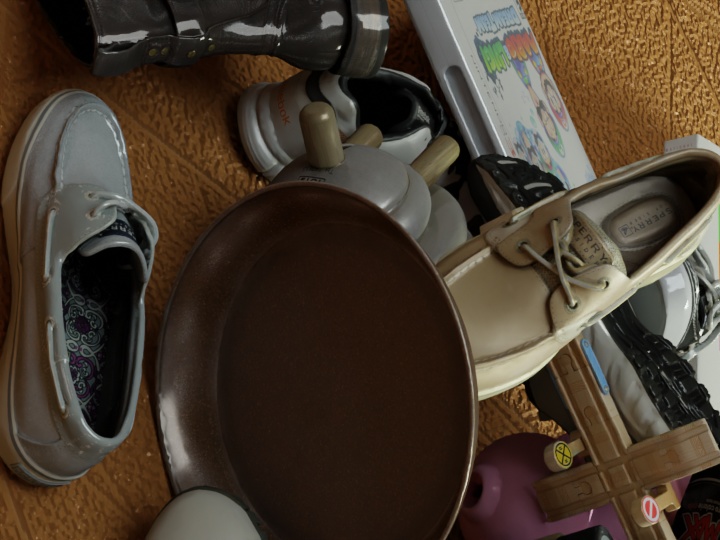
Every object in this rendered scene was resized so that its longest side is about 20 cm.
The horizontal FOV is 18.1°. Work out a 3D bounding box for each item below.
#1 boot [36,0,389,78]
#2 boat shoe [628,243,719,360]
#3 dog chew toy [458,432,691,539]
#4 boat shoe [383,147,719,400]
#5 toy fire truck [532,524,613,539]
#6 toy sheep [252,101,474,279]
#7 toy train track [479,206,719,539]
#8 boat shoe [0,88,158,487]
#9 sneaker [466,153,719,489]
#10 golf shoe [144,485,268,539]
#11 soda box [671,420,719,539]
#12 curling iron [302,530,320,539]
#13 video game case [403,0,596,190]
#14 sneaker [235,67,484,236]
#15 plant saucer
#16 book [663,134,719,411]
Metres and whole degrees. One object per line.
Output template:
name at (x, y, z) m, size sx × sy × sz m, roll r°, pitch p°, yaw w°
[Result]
boot at (-0.090, -0.160, 1.156) m, size 0.173 × 0.069 × 0.200 m, roll 0°, pitch 35°, yaw -24°
boat shoe at (0.172, 0.019, 1.278) m, size 0.068 × 0.199 × 0.074 m, roll -17°, pitch 74°, yaw -7°
dog chew toy at (0.138, 0.143, 1.246) m, size 0.199 × 0.124 × 0.125 m, roll 18°, pitch 60°, yaw -33°
boat shoe at (0.096, -0.004, 1.078) m, size 0.200 × 0.065 × 0.072 m, roll -28°, pitch 77°, yaw -30°
toy fire truck at (0.124, 0.246, 1.099) m, size 0.176 × 0.128 × 0.200 m, roll -80°, pitch 147°, yaw -57°
toy sheep at (0.000, 0.000, 1.143) m, size 0.138 × 0.137 × 0.201 m, roll -54°, pitch 135°, yaw -45°
toy train track at (0.106, 0.066, 1.128) m, size 0.032 × 0.115 × 0.201 m, roll -22°, pitch 86°, yaw -50°
boat shoe at (-0.124, 0.000, 1.057) m, size 0.070 × 0.071 × 0.202 m, roll 24°, pitch 57°, yaw -39°
sneaker at (0.105, 0.028, 1.177) m, size 0.074 × 0.079 × 0.201 m, roll -9°, pitch 67°, yaw -56°
golf shoe at (-0.084, 0.173, 0.993) m, size 0.088 × 0.077 × 0.201 m, roll 68°, pitch 25°, yaw -50°
soda box at (0.189, 0.185, 1.182) m, size 0.071 × 0.063 × 0.201 m, roll 14°, pitch 103°, yaw -23°
curling iron at (-0.011, 0.124, 1.084) m, size 0.025 × 0.050 × 0.201 m, roll 13°, pitch 100°, yaw -42°
video game case at (0.092, -0.085, 1.312) m, size 0.183 × 0.024 × 0.200 m, roll 66°, pitch 17°, yaw -2°
sneaker at (0.027, -0.064, 1.246) m, size 0.200 × 0.080 × 0.074 m, roll 15°, pitch 60°, yaw -45°
plant saucer at (-0.017, 0.059, 1.048) m, size 0.032 × 0.200 × 0.201 m, roll -3°, pitch 75°, yaw -49°
book at (0.230, 0.031, 1.432) m, size 0.133 × 0.048 × 0.201 m, roll 31°, pitch 55°, yaw -49°
